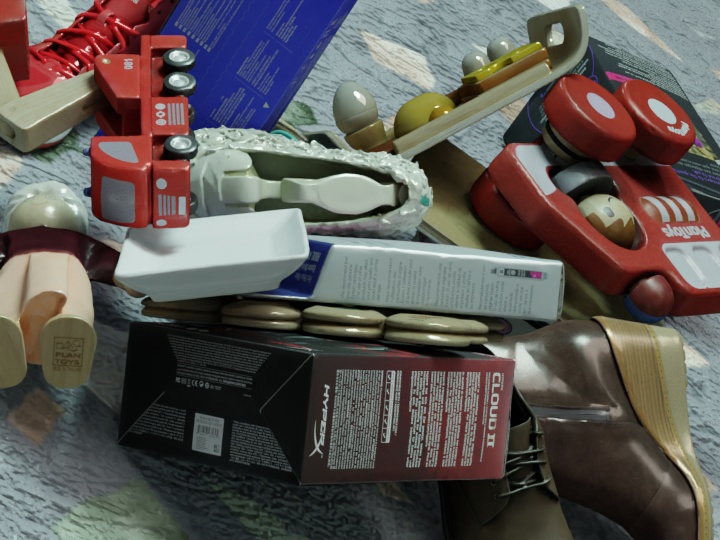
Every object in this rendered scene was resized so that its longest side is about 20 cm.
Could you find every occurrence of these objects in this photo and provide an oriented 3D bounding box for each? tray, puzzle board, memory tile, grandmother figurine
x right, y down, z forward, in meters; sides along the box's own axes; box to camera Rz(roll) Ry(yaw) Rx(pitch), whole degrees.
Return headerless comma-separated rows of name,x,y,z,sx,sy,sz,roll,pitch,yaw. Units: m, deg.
tray,-0.083,-0.008,1.451,0.107,0.022,0.200,-5,9,-2
puzzle board,0.112,-0.012,1.758,0.200,0.017,0.151,36,24,-1
memory tile,-0.020,0.027,1.510,0.199,0.017,0.153,5,1,15
grandmother figurine,-0.181,0.002,1.465,0.120,0.061,0.200,8,23,-11

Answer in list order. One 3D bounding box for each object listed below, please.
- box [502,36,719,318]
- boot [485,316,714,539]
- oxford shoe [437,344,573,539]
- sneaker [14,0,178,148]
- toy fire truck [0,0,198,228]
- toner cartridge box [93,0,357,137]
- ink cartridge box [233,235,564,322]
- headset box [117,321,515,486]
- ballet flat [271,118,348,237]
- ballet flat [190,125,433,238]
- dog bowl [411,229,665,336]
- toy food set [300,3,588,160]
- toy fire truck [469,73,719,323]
box,0.214,-0.078,2.046,0.106,0.122,0.200,19,30,-31
boot,0.137,0.132,1.646,0.165,0.072,0.201,-4,80,-13
oxford shoe,0.086,0.133,1.535,0.072,0.085,0.201,-17,66,-21
sneaker,-0.185,-0.156,1.689,0.078,0.116,0.200,38,25,6
toy fire truck,-0.170,-0.101,1.554,0.140,0.049,0.201,-1,40,-4
toner cartridge box,-0.087,-0.138,1.681,0.095,0.200,0.043,39,24,6
ink cartridge box,0.000,0.000,1.561,0.199,0.044,0.196,6,1,-17
headset box,-0.017,0.076,1.468,0.148,0.076,0.199,8,3,42
ballet flat,-0.067,-0.081,1.772,0.200,0.068,0.067,47,13,21
ballet flat,-0.051,-0.056,1.645,0.199,0.072,0.072,1,30,-2
dog bowl,0.117,0.019,1.815,0.199,0.074,0.200,29,26,-15
toy food set,0.055,-0.129,1.759,0.061,0.199,0.143,62,-9,-6
toy fire truck,0.181,-0.036,1.743,0.199,0.112,0.168,-2,49,-53
